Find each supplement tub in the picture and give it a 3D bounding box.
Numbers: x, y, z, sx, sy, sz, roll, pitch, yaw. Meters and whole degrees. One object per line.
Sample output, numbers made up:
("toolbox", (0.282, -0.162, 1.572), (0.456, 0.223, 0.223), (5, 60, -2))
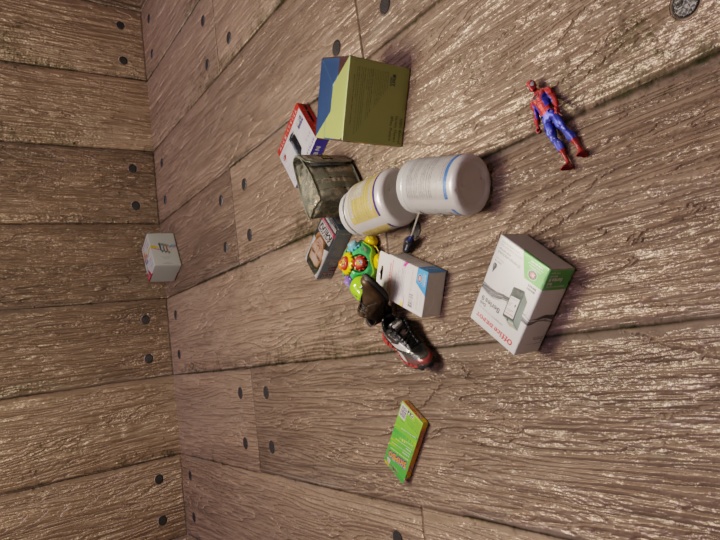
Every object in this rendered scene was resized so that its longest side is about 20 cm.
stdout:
("supplement tub", (0.188, -0.195, 1.388), (0.198, 0.129, 0.136), (10, 101, 53))
("supplement tub", (0.046, -0.172, 1.580), (0.198, 0.142, 0.150), (-13, 82, 54))

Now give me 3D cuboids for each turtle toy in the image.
("turtle toy", (0.000, 0.000, 1.676), (0.147, 0.099, 0.203), (-61, 37, 37))

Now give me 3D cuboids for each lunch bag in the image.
("lunch bag", (-0.097, -0.263, 1.758), (0.118, 0.160, 0.204), (-54, 51, 48))

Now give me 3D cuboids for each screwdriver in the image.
("screwdriver", (0.131, -0.092, 1.499), (0.030, 0.027, 0.201), (64, 165, 16))

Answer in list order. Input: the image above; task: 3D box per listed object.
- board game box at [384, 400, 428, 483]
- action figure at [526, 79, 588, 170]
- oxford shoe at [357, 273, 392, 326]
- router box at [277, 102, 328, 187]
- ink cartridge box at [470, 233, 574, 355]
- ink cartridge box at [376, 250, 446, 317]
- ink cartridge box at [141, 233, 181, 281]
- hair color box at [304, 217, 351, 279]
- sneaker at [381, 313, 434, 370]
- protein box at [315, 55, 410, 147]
("board game box", (0.119, 0.460, 1.619), (0.095, 0.029, 0.205), (40, 121, 46))
("action figure", (0.375, -0.296, 1.189), (0.066, 0.050, 0.204), (-49, 51, 48))
("oxford shoe", (0.028, 0.084, 1.558), (0.072, 0.084, 0.202), (38, 161, 35))
("router box", (-0.192, -0.408, 1.981), (0.182, 0.048, 0.202), (60, 137, 33))
("ink cartridge box", (0.328, 0.049, 1.245), (0.146, 0.082, 0.205), (43, 126, 45))
("ink cartridge box", (0.125, 0.028, 1.546), (0.198, 0.066, 0.119), (28, 116, 50))
("ink cartridge box", (-1.024, -0.069, 3.102), (0.146, 0.141, 0.204), (-51, 52, 43))
("hair color box", (-0.100, -0.082, 1.863), (0.100, 0.059, 0.203), (56, 135, 35))
("sneaker", (0.114, 0.177, 1.546), (0.200, 0.070, 0.100), (39, 155, 47))
("protein box", (0.005, -0.435, 1.571), (0.134, 0.196, 0.205), (21, 109, 51))
